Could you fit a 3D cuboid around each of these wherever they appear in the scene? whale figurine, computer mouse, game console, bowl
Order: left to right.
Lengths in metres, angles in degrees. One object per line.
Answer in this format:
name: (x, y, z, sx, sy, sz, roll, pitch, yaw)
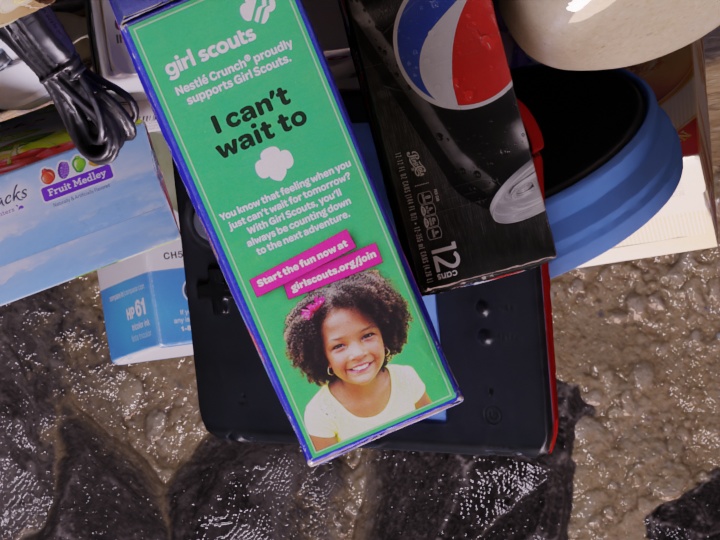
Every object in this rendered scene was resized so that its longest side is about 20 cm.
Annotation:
computer mouse: (-0.176, -0.103, 1.144, 0.044, 0.110, 0.200, -46, -160, -11)
game console: (0.000, 0.000, 1.139, 0.199, 0.178, 0.031, 1, -172, 30)
bowl: (0.066, -0.049, 1.218, 0.199, 0.040, 0.201, -17, -155, 8)
whale figurine: (0.134, -0.175, 1.041, 0.158, 0.104, 0.200, -6, 152, -40)

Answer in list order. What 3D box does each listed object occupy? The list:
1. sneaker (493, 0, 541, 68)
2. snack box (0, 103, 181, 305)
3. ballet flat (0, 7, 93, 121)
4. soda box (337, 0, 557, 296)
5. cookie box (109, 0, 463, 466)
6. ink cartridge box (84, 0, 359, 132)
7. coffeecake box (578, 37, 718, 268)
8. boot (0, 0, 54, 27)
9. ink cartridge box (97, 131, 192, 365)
sneaker: (0.061, -0.152, 1.283, 0.088, 0.081, 0.200, -2, 172, 5)
snack box: (-0.201, -0.026, 1.201, 0.168, 0.068, 0.200, -21, -168, -18)
ballet flat: (-0.199, -0.118, 1.369, 0.199, 0.069, 0.067, -16, 154, 29)
soda box: (0.030, -0.092, 1.041, 0.063, 0.202, 0.071, -15, 178, -2)
cookie box: (-0.037, -0.042, 1.011, 0.075, 0.201, 0.171, -24, -163, -2)
ink cartridge box: (-0.064, -0.130, 1.197, 0.145, 0.085, 0.200, -8, 176, -8)
coffeecake box: (0.126, -0.094, 1.388, 0.152, 0.201, 0.073, -9, 132, 12)
boot: (-0.098, -0.149, 0.936, 0.154, 0.073, 0.200, -10, 174, 4)
ink cartridge box: (-0.092, -0.053, 1.473, 0.144, 0.202, 0.085, -7, 173, -27)
